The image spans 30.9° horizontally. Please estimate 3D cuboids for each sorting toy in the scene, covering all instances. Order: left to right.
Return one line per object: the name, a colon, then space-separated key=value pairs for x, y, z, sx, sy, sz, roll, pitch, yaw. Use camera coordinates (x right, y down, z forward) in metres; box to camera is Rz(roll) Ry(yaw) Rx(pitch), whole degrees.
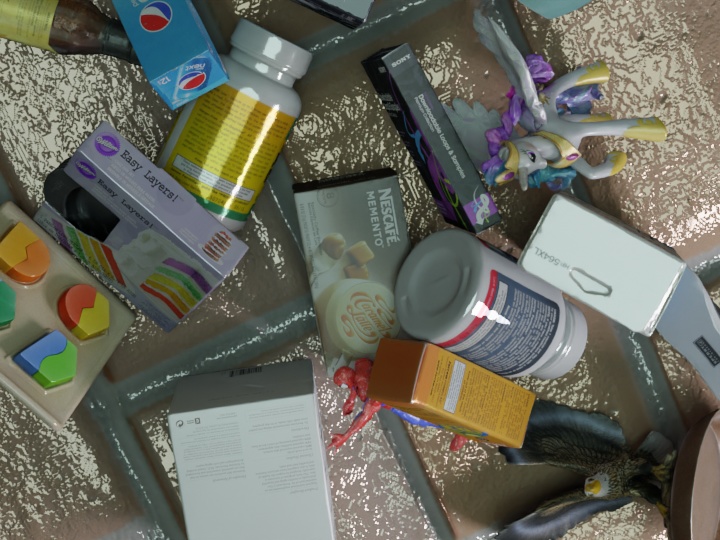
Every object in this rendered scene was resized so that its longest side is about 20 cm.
sorting toy: x=-0.328 y=0.039 z=1.313 sx=0.185 sy=0.200 sz=0.036 roll=44 pitch=126 yaw=-16

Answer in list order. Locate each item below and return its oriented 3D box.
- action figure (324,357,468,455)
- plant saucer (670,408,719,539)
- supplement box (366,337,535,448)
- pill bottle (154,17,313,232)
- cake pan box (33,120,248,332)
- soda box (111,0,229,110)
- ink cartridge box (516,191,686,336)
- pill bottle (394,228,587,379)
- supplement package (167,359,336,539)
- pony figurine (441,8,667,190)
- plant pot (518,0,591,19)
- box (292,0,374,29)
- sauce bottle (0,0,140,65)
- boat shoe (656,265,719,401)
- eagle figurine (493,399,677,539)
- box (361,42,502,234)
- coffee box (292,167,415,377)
action figure: x=0.023 y=0.155 z=1.375 sx=0.099 sy=0.065 sz=0.200 roll=-44 pitch=136 yaw=13
plant saucer: x=0.377 y=0.247 z=1.411 sx=0.034 sy=0.200 sz=0.201 roll=1 pitch=103 yaw=33
supplement box: x=0.096 y=0.128 z=1.339 sx=0.200 sy=0.066 sz=0.069 roll=25 pitch=74 yaw=-45
pill bottle: x=-0.129 y=-0.151 z=1.335 sx=0.112 sy=0.113 sz=0.200 roll=26 pitch=98 yaw=-7
cake pan box: x=-0.229 y=-0.041 z=1.320 sx=0.200 sy=0.184 sz=0.052 roll=42 pitch=55 yaw=-8
soda box: x=-0.204 y=-0.263 z=1.287 sx=0.068 sy=0.064 sz=0.200 roll=-28 pitch=66 yaw=3
ink cartridge box: x=0.244 y=-0.012 z=1.320 sx=0.146 sy=0.200 sz=0.085 roll=28 pitch=98 yaw=6
pill bottle: x=0.141 y=0.044 z=1.347 sx=0.200 sy=0.120 sz=0.120 roll=26 pitch=100 yaw=-40
supplement package: x=-0.110 y=0.217 z=1.383 sx=0.151 sy=0.151 sz=0.201 roll=-8 pitch=100 yaw=-2
pony figurine: x=0.180 y=-0.158 z=1.325 sx=0.199 sy=0.193 sz=0.167 roll=-14 pitch=140 yaw=-27
plant pot: x=0.187 y=-0.349 z=1.279 sx=0.200 sy=0.201 sz=0.161 roll=35 pitch=110 yaw=-8
box: x=-0.061 y=-0.321 z=1.263 sx=0.182 sy=0.200 sz=0.104 roll=23 pitch=97 yaw=-6
sauce bottle: x=-0.316 y=-0.255 z=1.331 sx=0.199 sy=0.066 sz=0.066 roll=17 pitch=99 yaw=-4
boat shoe: x=0.372 y=0.067 z=1.424 sx=0.069 sy=0.057 sz=0.200 roll=-35 pitch=83 yaw=20
eagle figurine: x=0.252 y=0.230 z=1.432 sx=0.199 sy=0.151 sz=0.152 roll=0 pitch=57 yaw=26
box: x=0.069 y=-0.136 z=1.331 sx=0.036 sy=0.143 sz=0.200 roll=-29 pitch=100 yaw=-4
coffee box: x=0.000 y=0.000 z=1.384 sx=0.114 sy=0.080 sz=0.201 roll=-10 pitch=101 yaw=-1
